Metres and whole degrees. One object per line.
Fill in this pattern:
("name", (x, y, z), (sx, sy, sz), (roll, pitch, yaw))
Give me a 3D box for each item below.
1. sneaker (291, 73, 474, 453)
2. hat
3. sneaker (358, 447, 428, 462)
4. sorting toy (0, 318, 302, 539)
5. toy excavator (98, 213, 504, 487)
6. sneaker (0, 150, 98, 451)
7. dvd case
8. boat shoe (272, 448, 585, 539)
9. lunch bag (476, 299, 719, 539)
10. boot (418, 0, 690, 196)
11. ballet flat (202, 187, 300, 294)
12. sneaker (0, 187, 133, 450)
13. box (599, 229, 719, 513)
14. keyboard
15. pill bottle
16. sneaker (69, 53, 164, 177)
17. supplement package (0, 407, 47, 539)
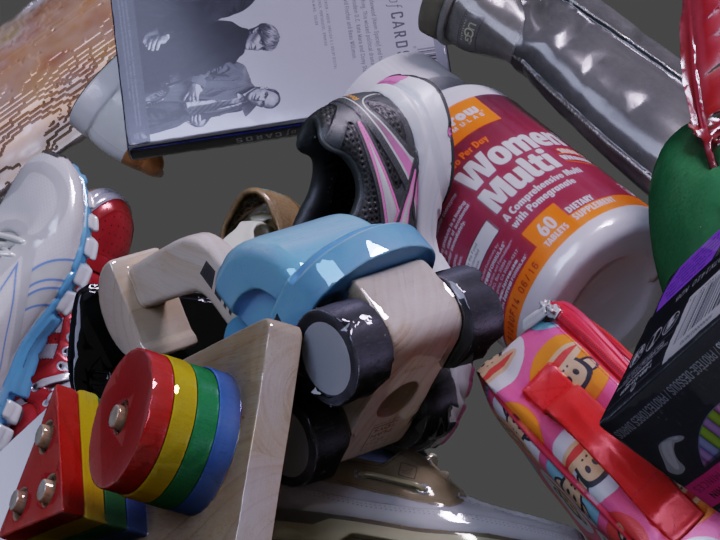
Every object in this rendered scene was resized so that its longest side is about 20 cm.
("sneaker", (0.000, 0.000, 1.306), (0.080, 0.086, 0.201), (0, 100, 52))
("hat", (0.157, -0.056, 1.264), (0.176, 0.166, 0.200), (37, 51, 18))
("sneaker", (-0.003, 0.184, 1.288), (0.081, 0.070, 0.201), (5, 53, -9))
("sorting toy", (-0.117, 0.132, 1.177), (0.200, 0.069, 0.200), (-27, 49, 57))
("toy excavator", (-0.044, 0.020, 1.247), (0.100, 0.195, 0.200), (-16, 57, -38))
("sneaker", (-0.218, 0.018, 1.405), (0.075, 0.087, 0.201), (9, 73, 41))
("dvd case", (-0.051, -0.153, 1.490), (0.199, 0.025, 0.151), (-8, 71, -1))
("boat shoe", (0.023, 0.125, 1.246), (0.199, 0.075, 0.069), (10, 54, -12))
("lunch bag", (0.142, 0.108, 1.207), (0.082, 0.176, 0.200), (-42, 54, -1))
("boot", (0.154, -0.126, 1.394), (0.199, 0.073, 0.182), (31, 48, 24))
("ballet flat", (-0.074, 0.039, 1.416), (0.067, 0.072, 0.201), (3, 64, 28))
("sneaker", (-0.170, 0.054, 1.455), (0.112, 0.071, 0.201), (26, 84, 38))
("box", (0.228, 0.065, 1.086), (0.200, 0.122, 0.106), (35, 50, -5))
("keyboard", (-0.066, 0.069, 1.368), (0.199, 0.040, 0.105), (7, 72, -10))
("pill bottle", (0.073, -0.035, 1.364), (0.110, 0.110, 0.200), (-45, 54, -4))
("sneaker", (-0.089, -0.139, 1.541), (0.085, 0.073, 0.200), (39, 76, 6))
("supplement package", (-0.144, 0.199, 1.336), (0.156, 0.111, 0.200), (-43, 54, -2))
